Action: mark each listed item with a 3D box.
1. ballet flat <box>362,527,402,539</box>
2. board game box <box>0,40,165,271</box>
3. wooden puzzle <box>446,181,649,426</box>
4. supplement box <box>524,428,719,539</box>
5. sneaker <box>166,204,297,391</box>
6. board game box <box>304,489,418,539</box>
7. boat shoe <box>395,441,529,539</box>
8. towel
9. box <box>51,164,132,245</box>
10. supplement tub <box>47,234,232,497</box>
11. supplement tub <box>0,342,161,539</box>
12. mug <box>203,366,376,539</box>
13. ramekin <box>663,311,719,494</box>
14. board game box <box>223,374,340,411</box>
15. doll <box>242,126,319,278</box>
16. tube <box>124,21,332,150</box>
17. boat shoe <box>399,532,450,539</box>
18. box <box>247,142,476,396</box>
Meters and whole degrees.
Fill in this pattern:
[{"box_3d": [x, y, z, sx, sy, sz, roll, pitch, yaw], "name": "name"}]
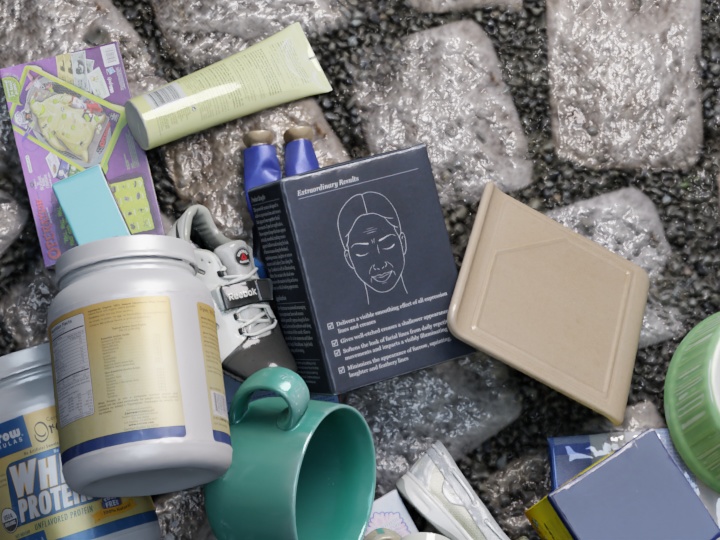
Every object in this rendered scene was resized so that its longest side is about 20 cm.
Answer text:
[{"box_3d": [0.038, 0.331, 1.595, 0.067, 0.062, 0.201, -17, 82, -8], "name": "ballet flat"}, {"box_3d": [-0.267, -0.111, 1.709, 0.120, 0.032, 0.201, -13, 82, -8], "name": "board game box"}, {"box_3d": [0.175, 0.032, 1.655, 0.200, 0.037, 0.185, 31, 49, -14], "name": "wooden puzzle"}, {"box_3d": [0.227, 0.223, 1.573, 0.109, 0.200, 0.110, -32, 80, -8], "name": "supplement box"}, {"box_3d": [-0.119, 0.022, 1.629, 0.074, 0.089, 0.200, -16, 55, -41], "name": "sneaker"}, {"box_3d": [-0.007, 0.337, 1.644, 0.200, 0.041, 0.200, -28, 83, -8], "name": "board game box"}, {"box_3d": [0.124, 0.246, 1.652, 0.202, 0.074, 0.065, 41, 85, 11], "name": "boat shoe"}, {"box_3d": [0.280, 0.224, 1.688, 0.199, 0.024, 0.148, -2, 80, -3], "name": "towel"}, {"box_3d": [-0.219, 0.007, 1.641, 0.049, 0.082, 0.201, -24, 87, -6], "name": "box"}, {"box_3d": [-0.190, 0.083, 1.514, 0.144, 0.144, 0.201, -7, 74, -4], "name": "supplement tub"}, {"box_3d": [-0.273, 0.174, 1.603, 0.144, 0.145, 0.201, -18, 82, -6], "name": "supplement tub"}, {"box_3d": [-0.069, 0.174, 1.589, 0.114, 0.152, 0.186, 4, 92, 29], "name": "mug"}, {"box_3d": [0.392, 0.116, 1.658, 0.199, 0.098, 0.201, 2, 72, -7], "name": "ramekin"}, {"box_3d": [-0.119, 0.135, 1.682, 0.199, 0.019, 0.103, -12, 80, -5], "name": "board game box"}, {"box_3d": [-0.060, -0.035, 1.698, 0.136, 0.048, 0.201, -5, 81, -9], "name": "doll"}, {"box_3d": [-0.128, -0.172, 1.713, 0.200, 0.052, 0.058, -25, 124, -22], "name": "tube"}, {"box_3d": [0.102, 0.308, 1.586, 0.202, 0.072, 0.060, 41, 43, -29], "name": "boat shoe"}, {"box_3d": [0.000, 0.000, 1.633, 0.148, 0.107, 0.201, -15, 93, -21], "name": "box"}]
